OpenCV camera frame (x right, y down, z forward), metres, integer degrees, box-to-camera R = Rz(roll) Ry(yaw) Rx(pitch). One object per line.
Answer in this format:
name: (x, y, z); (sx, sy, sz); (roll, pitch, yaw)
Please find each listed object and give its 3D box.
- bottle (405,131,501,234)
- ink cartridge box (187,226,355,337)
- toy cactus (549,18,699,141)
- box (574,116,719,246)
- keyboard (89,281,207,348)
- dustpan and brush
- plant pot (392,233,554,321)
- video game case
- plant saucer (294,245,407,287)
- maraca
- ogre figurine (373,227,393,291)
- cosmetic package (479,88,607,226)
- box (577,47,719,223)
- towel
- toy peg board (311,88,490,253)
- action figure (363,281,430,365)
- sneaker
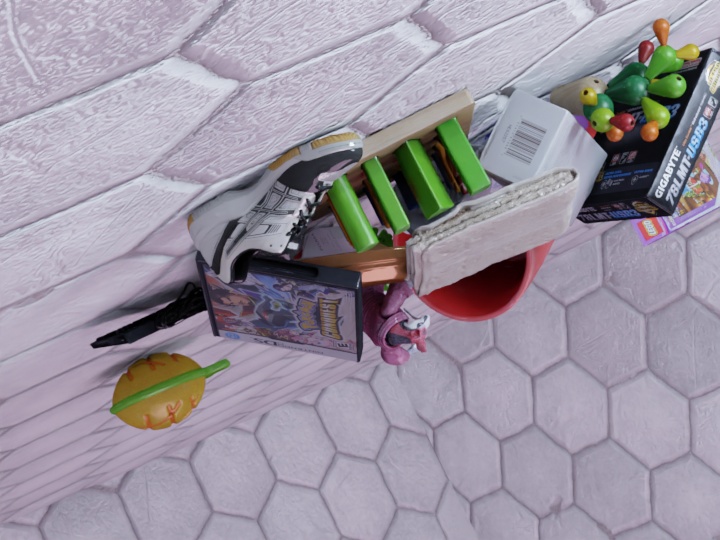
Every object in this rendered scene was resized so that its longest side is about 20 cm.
bottle: (0.127, -0.111, 1.799); (0.199, 0.066, 0.083); (-31, 173, 26)
ink cartridge box: (-0.115, 0.013, 1.811); (0.161, 0.050, 0.200); (-41, 161, 27)
toy cactus: (0.286, -0.207, 1.645); (0.164, 0.103, 0.200); (-3, -143, 41)
box: (0.383, -0.151, 1.899); (0.136, 0.201, 0.039); (-28, 175, 13)
keyboard: (-0.228, 0.041, 1.743); (0.104, 0.040, 0.200); (-10, -169, 39)
dustpan and brush: (0.126, -0.120, 1.689); (0.199, 0.057, 0.140); (-27, -152, -7)
plant pot: (0.169, -0.052, 1.951); (0.200, 0.201, 0.177); (-32, -179, 35)
video game case: (-0.087, 0.040, 1.643); (0.180, 0.026, 0.200); (10, 154, 6)
plant saucer: (0.000, 0.000, 1.678); (0.199, 0.038, 0.200); (-8, 178, 0)
maraca: (-0.277, 0.170, 2.132); (0.199, 0.108, 0.137); (-20, 177, -45)
ogre figurine: (-0.009, 0.012, 2.047); (0.200, 0.098, 0.120); (-37, 163, -13)
cosmetic package: (0.210, -0.126, 1.663); (0.102, 0.074, 0.200); (-62, 157, 0)
box: (0.341, -0.156, 1.735); (0.199, 0.050, 0.200); (-64, -161, -10)
towel: (0.140, -0.042, 1.574); (0.199, 0.035, 0.133); (-22, 158, -8)
toy peg board: (0.044, -0.086, 1.565); (0.199, 0.098, 0.199); (-26, 172, -2)
action figure: (0.015, 0.048, 1.783); (0.148, 0.135, 0.200); (-8, -158, -27)
sneaker: (-0.069, -0.057, 1.406); (0.199, 0.088, 0.076); (-32, 169, 22)
